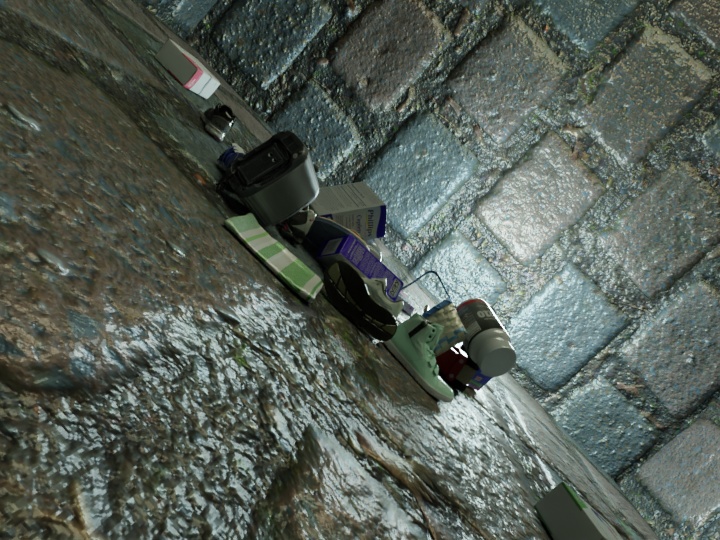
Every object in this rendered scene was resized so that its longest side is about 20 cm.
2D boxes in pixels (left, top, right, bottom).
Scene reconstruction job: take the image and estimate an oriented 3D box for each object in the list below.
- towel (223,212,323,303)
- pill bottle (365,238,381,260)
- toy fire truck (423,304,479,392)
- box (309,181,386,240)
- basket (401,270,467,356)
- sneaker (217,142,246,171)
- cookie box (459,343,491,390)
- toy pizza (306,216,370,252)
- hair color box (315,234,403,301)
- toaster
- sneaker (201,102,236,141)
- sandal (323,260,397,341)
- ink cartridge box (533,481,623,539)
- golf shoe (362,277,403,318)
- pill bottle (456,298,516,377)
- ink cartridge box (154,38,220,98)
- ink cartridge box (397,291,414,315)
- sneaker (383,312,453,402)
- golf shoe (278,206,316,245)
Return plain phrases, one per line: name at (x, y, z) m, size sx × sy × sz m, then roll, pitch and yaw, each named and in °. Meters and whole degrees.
towel at (-0.150, -0.026, 0.939) m, size 0.200 × 0.023 × 0.153 m, roll 45°, pitch 9°, yaw -5°
pill bottle at (0.002, -0.048, 1.501) m, size 0.114 × 0.114 × 0.200 m, roll 43°, pitch 8°, yaw -16°
toy fire truck at (0.231, 0.209, 1.427) m, size 0.199 × 0.129 × 0.176 m, roll 33°, pitch 9°, yaw 0°
box at (-0.049, -0.161, 1.465) m, size 0.184 × 0.198 × 0.106 m, roll -124°, pitch -153°, yaw -53°
basket at (0.163, 0.120, 1.316) m, size 0.201 × 0.175 × 0.139 m, roll 61°, pitch -3°, yaw 13°
sneaker at (-0.279, -0.232, 1.159) m, size 0.115 × 0.081 × 0.199 m, roll 42°, pitch 1°, yaw 2°
cookie box at (0.306, 0.267, 1.618) m, size 0.200 × 0.075 × 0.171 m, roll 51°, pitch 9°, yaw 37°
toy pizza at (-0.057, -0.079, 1.299) m, size 0.199 × 0.032 × 0.201 m, roll 26°, pitch -21°, yaw 11°
hair color box at (0.000, 0.000, 1.268) m, size 0.200 × 0.065 × 0.109 m, roll 43°, pitch -27°, yaw -26°
toaster at (-0.178, -0.177, 1.047) m, size 0.114 × 0.199 × 0.129 m, roll 51°, pitch -7°, yaw 35°
sneaker at (-0.403, -0.439, 1.485) m, size 0.074 × 0.087 × 0.200 m, roll 40°, pitch 9°, yaw -32°
sandal at (-0.006, 0.068, 1.066) m, size 0.201 × 0.080 × 0.057 m, roll 50°, pitch -11°, yaw -13°
ink cartridge box at (0.452, 0.532, 0.997) m, size 0.200 × 0.087 × 0.145 m, roll 45°, pitch 7°, yaw -19°
golf shoe at (0.015, 0.041, 1.190) m, size 0.200 × 0.097 × 0.078 m, roll 45°, pitch 10°, yaw 9°
pill bottle at (0.321, 0.172, 1.343) m, size 0.114 × 0.114 × 0.201 m, roll 40°, pitch 16°, yaw -30°
ink cartridge box at (-0.598, -0.697, 1.800) m, size 0.147 × 0.083 × 0.200 m, roll 45°, pitch 8°, yaw 1°
ink cartridge box at (0.122, 0.087, 1.742) m, size 0.200 × 0.037 × 0.095 m, roll 41°, pitch 9°, yaw -41°
sneaker at (0.157, 0.184, 1.112) m, size 0.201 × 0.118 × 0.074 m, roll 47°, pitch 6°, yaw 0°
golf shoe at (-0.164, -0.142, 1.223) m, size 0.077 × 0.088 × 0.200 m, roll 34°, pitch 12°, yaw -46°
